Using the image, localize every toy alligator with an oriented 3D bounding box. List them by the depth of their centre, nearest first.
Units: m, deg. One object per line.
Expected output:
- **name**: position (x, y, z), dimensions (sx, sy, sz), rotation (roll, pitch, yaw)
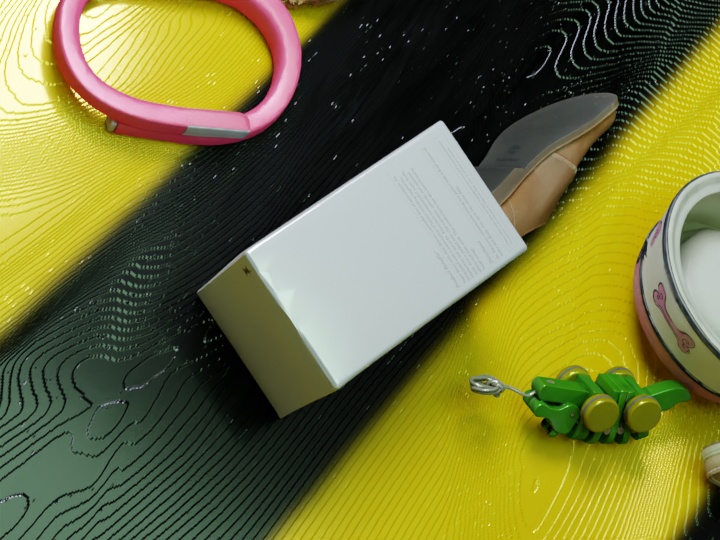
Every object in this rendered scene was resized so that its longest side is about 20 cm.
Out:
- **toy alligator**: position (0.170, 0.112, 1.539), dimensions (0.199, 0.059, 0.055), rotation (2, 115, -23)

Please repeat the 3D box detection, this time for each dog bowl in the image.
- **dog bowl**: position (0.311, 0.022, 1.594), dimensions (0.199, 0.074, 0.201), rotation (16, 56, -25)

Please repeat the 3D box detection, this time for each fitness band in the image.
- **fitness band**: position (-0.141, -0.171, 1.504), dimensions (0.199, 0.037, 0.145), rotation (6, 69, -22)

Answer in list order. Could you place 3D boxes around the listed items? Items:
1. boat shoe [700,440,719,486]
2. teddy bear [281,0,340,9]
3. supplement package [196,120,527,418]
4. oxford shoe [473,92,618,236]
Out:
- **boat shoe**: position (0.367, 0.189, 1.586), dimensions (0.199, 0.074, 0.067), rotation (17, 63, -17)
- **teddy bear**: position (-0.051, -0.316, 1.566), dimensions (0.144, 0.067, 0.201), rotation (6, 71, -19)
- **supplement package**: position (0.000, 0.000, 1.461), dimensions (0.200, 0.120, 0.122), rotation (-34, 90, -28)
- **oxford shoe**: position (0.145, -0.079, 1.589), dimensions (0.200, 0.071, 0.072), rotation (-40, 120, -28)
